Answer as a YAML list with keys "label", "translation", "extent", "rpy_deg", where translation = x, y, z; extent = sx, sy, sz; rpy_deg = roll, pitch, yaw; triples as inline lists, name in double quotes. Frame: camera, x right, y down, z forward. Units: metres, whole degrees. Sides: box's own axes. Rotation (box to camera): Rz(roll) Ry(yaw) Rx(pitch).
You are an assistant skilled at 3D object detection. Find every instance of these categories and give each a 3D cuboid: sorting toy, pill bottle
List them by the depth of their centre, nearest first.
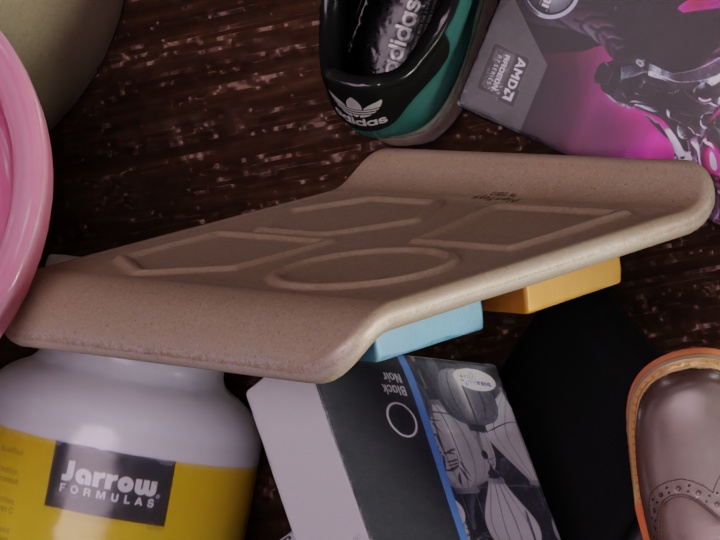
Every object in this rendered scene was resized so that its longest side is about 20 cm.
- label: "sorting toy"
  translation: [0.000, 0.000, 0.983]
  extent: [0.185, 0.200, 0.037]
  rpy_deg: [5, 110, 45]
- label: "pill bottle"
  translation: [-0.101, 0.099, 1.072]
  extent: [0.112, 0.112, 0.201]
  rpy_deg: [10, 91, 15]

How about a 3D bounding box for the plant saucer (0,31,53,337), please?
- label: "plant saucer"
  translation: [-0.205, -0.019, 0.985]
  extent: [0.200, 0.051, 0.201]
  rpy_deg: [-3, 67, 7]

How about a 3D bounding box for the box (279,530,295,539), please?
- label: "box"
  translation: [0.014, 0.190, 0.981]
  extent: [0.110, 0.035, 0.200]
  rpy_deg: [-38, 84, 22]

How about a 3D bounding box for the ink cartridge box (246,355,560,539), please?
- label: "ink cartridge box"
  translation: [0.034, 0.121, 0.936]
  extent: [0.039, 0.099, 0.200]
  rpy_deg: [-39, 58, 36]

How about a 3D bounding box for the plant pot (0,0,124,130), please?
- label: "plant pot"
  translation: [-0.207, -0.135, 1.098]
  extent: [0.200, 0.134, 0.201]
  rpy_deg: [0, 88, 14]

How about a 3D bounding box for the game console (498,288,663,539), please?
- label: "game console"
  translation: [0.100, 0.135, 1.025]
  extent: [0.176, 0.116, 0.200]
  rpy_deg: [30, 109, -2]

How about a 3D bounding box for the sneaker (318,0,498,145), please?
- label: "sneaker"
  translation: [0.028, -0.149, 1.061]
  extent: [0.071, 0.080, 0.201]
  rpy_deg: [11, 88, 15]

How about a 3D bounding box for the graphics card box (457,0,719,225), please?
- label: "graphics card box"
  translation: [0.151, -0.079, 1.040]
  extent: [0.200, 0.051, 0.126]
  rpy_deg: [27, 101, 15]

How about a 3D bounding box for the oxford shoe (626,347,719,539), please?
- label: "oxford shoe"
  translation: [0.140, 0.122, 0.916]
  extent: [0.071, 0.073, 0.200]
  rpy_deg: [-20, 103, 14]
